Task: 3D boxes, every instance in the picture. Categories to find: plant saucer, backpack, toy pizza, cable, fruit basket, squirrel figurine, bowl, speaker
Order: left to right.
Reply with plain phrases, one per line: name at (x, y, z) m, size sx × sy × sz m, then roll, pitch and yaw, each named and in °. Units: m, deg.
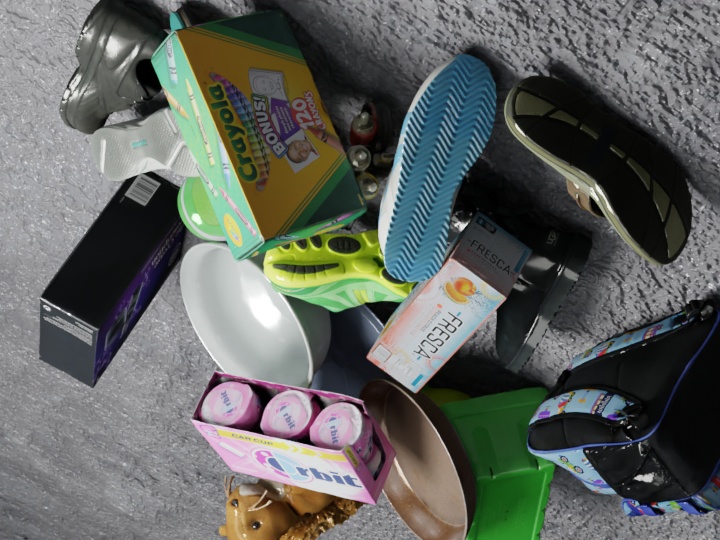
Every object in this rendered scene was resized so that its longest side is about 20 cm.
speaker at (-0.104, -0.090, 1.406) m, size 0.088 × 0.089 × 0.199 m, roll 44°, pitch 145°, yaw -19°
bowl at (-0.098, 0.038, 1.535) m, size 0.200 × 0.090 × 0.202 m, roll 30°, pitch 139°, yaw 30°
squirrel figurine at (-0.074, 0.267, 1.652) m, size 0.141 × 0.187 × 0.201 m, roll 23°, pitch 153°, yaw 33°
toy pizza at (-0.014, 0.091, 1.591) m, size 0.199 × 0.032 × 0.202 m, roll 30°, pitch 138°, yaw 30°
cable at (-0.009, -0.099, 1.333) m, size 0.050 × 0.098 × 0.200 m, roll 1°, pitch 169°, yaw -16°
plant saucer at (0.065, 0.203, 1.507) m, size 0.200 × 0.034 × 0.202 m, roll 42°, pitch 145°, yaw 40°
fruit basket at (0.125, 0.200, 1.580) m, size 0.154 × 0.217 × 0.216 m, roll -8°, pitch 147°, yaw -11°
backpack at (0.262, 0.139, 1.325) m, size 0.135 × 0.183 × 0.199 m, roll 48°, pitch 147°, yaw -15°

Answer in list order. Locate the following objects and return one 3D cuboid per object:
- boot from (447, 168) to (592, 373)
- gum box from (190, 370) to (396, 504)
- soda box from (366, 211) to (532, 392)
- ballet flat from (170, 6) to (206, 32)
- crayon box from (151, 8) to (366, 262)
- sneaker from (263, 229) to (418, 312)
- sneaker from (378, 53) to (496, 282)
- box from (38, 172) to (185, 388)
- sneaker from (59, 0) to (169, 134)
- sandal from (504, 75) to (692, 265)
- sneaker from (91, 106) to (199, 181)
boot at (0.119, -0.002, 1.354) m, size 0.161 × 0.074 × 0.199 m, roll 26°, pitch 140°, yaw 4°
gum box at (-0.066, 0.178, 1.498) m, size 0.198 × 0.067 × 0.114 m, roll 8°, pitch 149°, yaw 28°
soda box at (0.080, 0.034, 1.313) m, size 0.063 × 0.069 × 0.200 m, roll 35°, pitch 142°, yaw -2°
ballet flat at (-0.120, -0.157, 1.313) m, size 0.068 × 0.068 × 0.202 m, roll 125°, pitch 129°, yaw -70°
crayon box at (-0.089, -0.121, 1.241) m, size 0.058 × 0.118 × 0.202 m, roll -32°, pitch 80°, yaw 53°
sneaker at (0.000, 0.000, 1.420) m, size 0.198 × 0.075 × 0.084 m, roll 6°, pitch 161°, yaw -8°
sneaker at (0.059, -0.096, 1.232) m, size 0.076 × 0.081 × 0.202 m, roll 15°, pitch 109°, yaw -14°
box at (-0.273, 0.008, 1.563) m, size 0.078 × 0.201 × 0.141 m, roll 29°, pitch 148°, yaw 2°
sneaker at (-0.243, -0.188, 1.404) m, size 0.090 × 0.076 × 0.200 m, roll 26°, pitch 150°, yaw -6°
sandal at (0.201, -0.087, 1.187) m, size 0.201 × 0.080 × 0.057 m, roll 43°, pitch 163°, yaw -6°
sneaker at (-0.185, -0.135, 1.417) m, size 0.199 × 0.080 × 0.071 m, roll 2°, pitch 110°, yaw 43°
